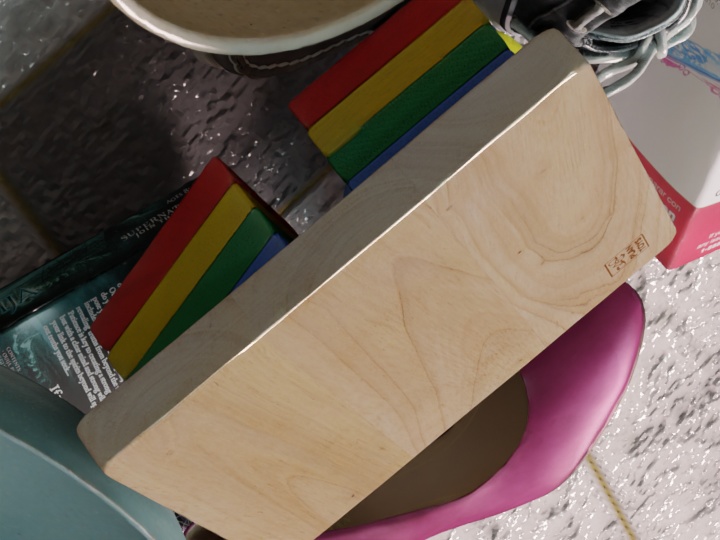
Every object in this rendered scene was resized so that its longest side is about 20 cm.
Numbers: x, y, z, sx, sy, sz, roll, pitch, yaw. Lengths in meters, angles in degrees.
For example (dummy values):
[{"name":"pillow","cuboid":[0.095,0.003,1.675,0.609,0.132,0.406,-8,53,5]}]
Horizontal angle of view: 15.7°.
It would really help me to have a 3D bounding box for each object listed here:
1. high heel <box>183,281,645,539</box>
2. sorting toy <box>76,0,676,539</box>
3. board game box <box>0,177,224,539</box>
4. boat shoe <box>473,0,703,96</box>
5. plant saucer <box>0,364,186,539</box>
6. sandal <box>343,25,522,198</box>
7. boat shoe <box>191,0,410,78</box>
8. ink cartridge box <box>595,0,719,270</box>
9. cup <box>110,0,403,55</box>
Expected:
[{"name":"high heel","cuboid":[0.021,0.068,1.022,0.096,0.068,0.200,18,122,-45]},{"name":"sorting toy","cuboid":[0.000,0.000,0.914,0.199,0.070,0.200,-40,159,2]},{"name":"board game box","cuboid":[-0.077,0.072,1.054,0.135,0.028,0.200,-30,127,-12]},{"name":"boat shoe","cuboid":[0.090,-0.104,0.941,0.074,0.068,0.199,-39,175,-5]},{"name":"plant saucer","cuboid":[-0.140,0.077,0.934,0.036,0.199,0.200,-65,150,-29]},{"name":"sandal","cuboid":[0.026,-0.020,1.065,0.079,0.087,0.201,-35,143,-37]},{"name":"boat shoe","cuboid":[0.025,-0.131,1.001,0.200,0.060,0.072,-34,140,-19]},{"name":"ink cartridge box","cuboid":[0.188,-0.110,1.116,0.147,0.086,0.200,-22,152,-28]},{"name":"cup","cuboid":[-0.047,-0.190,0.818,0.200,0.143,0.201,-25,136,-27]}]
